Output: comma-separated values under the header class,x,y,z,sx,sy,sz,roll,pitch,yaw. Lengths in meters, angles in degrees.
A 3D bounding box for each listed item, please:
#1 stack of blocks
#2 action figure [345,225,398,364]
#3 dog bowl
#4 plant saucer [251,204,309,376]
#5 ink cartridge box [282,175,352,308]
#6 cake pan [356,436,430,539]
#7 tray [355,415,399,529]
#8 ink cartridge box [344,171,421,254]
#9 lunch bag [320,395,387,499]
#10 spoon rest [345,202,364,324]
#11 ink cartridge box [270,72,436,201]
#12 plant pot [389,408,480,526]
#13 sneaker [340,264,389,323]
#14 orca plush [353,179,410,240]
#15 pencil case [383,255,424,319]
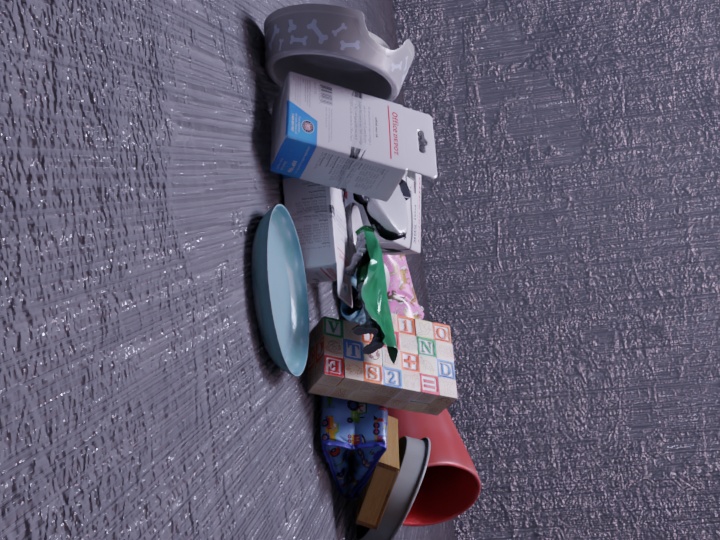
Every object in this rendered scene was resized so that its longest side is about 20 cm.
class,x,y,z,sx,sy,sz,roll,pitch,yaw
stack of blocks,0.028,0.119,1.309,0.059,0.198,0.116,130,-34,-48
action figure,0.011,0.014,1.278,0.119,0.054,0.201,70,13,-45
dog bowl,-0.032,-0.268,1.232,0.200,0.198,0.059,52,47,-74
plant saucer,-0.094,0.024,1.125,0.200,0.027,0.202,-6,90,-81
ink cartridge box,-0.057,-0.052,1.287,0.116,0.067,0.202,48,36,-76
cake pan,0.048,0.345,1.494,0.201,0.036,0.200,-63,-176,8
tray,0.028,0.298,1.448,0.200,0.037,0.099,-78,-173,-79
ink cartridge box,0.040,-0.106,1.534,0.200,0.082,0.148,13,77,-74
lunch bag,-0.013,0.229,1.395,0.201,0.093,0.152,96,-3,-55
spoon rest,0.000,0.000,1.402,0.099,0.060,0.202,-70,157,-70
ink cartridge box,-0.009,-0.162,1.209,0.068,0.198,0.117,125,-28,-48
plant pot,0.114,0.350,1.801,0.178,0.199,0.201,-101,177,-45
sneaker,-0.006,0.064,1.618,0.074,0.082,0.201,40,-36,31
orca plush,0.000,-0.125,1.375,0.105,0.071,0.201,-31,86,-48
pencil case,0.048,0.009,1.683,0.086,0.082,0.202,-21,96,-52
